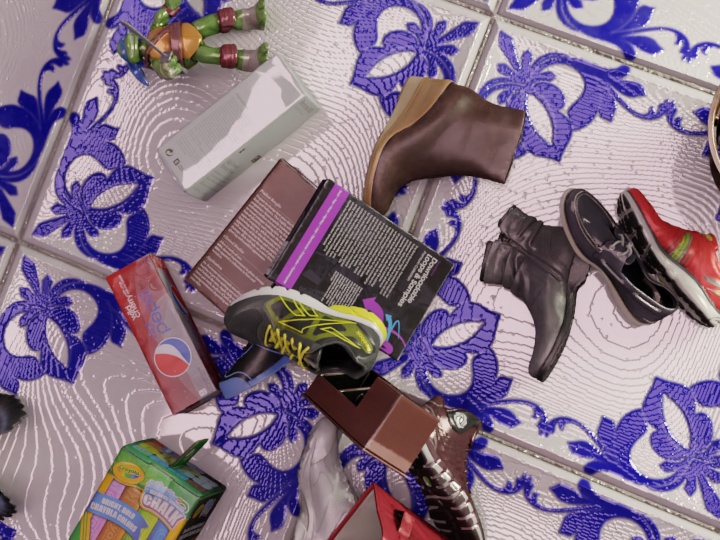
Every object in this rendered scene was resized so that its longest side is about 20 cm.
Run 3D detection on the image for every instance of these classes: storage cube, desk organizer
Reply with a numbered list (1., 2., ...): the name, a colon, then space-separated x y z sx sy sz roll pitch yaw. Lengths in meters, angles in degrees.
1. storage cube: 0.038 0.392 1.435 0.179 0.171 0.200 37 97 -10
2. desk organizer: 0.010 0.165 1.471 0.072 0.200 0.077 35 88 -27

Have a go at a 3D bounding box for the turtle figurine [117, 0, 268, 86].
1. turtle figurine: -0.214 -0.311 1.554 0.192 0.144 0.201 -2 129 -9

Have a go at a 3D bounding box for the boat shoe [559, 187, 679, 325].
1. boat shoe: 0.314 -0.022 1.472 0.073 0.063 0.201 -45 106 -31

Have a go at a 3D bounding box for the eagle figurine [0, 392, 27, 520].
1. eagle figurine: -0.545 0.245 1.604 0.198 0.152 0.152 4 131 -20

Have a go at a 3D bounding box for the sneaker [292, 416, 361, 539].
1. sneaker: -0.031 0.284 1.539 0.098 0.078 0.202 5 95 2

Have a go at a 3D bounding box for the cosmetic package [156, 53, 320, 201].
1. cosmetic package: -0.154 -0.181 1.572 0.199 0.102 0.074 -37 82 6

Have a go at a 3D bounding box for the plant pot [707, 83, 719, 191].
1. plant pot: 0.490 -0.146 1.420 0.198 0.198 0.202 -1 85 8

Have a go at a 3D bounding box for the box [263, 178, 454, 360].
1. box: 0.000 0.000 1.522 0.199 0.036 0.144 34 85 -14

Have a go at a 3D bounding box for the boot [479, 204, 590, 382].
1. boot: 0.206 0.029 1.522 0.131 0.070 0.201 17 77 10

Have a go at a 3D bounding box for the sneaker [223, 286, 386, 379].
1. sneaker: -0.070 0.077 1.466 0.198 0.085 0.075 7 130 5

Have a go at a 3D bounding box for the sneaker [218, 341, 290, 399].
1. sneaker: -0.107 0.080 1.558 0.199 0.070 0.078 -36 92 -4

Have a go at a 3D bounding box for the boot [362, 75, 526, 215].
1. boot: 0.104 -0.138 1.541 0.165 0.072 0.201 21 86 12

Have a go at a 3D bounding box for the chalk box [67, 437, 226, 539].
1. chalk box: -0.259 0.292 1.542 0.123 0.125 0.201 30 90 9

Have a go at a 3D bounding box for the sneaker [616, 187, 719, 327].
1. sneaker: 0.391 -0.026 1.498 0.085 0.077 0.200 -38 88 -7

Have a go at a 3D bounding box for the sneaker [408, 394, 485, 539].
1. sneaker: 0.126 0.242 1.515 0.115 0.075 0.201 -39 109 -33

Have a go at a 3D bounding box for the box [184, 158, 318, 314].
1. box: -0.121 -0.033 1.570 0.100 0.075 0.200 40 94 10

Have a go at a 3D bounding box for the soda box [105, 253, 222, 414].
1. soda box: -0.250 0.083 1.585 0.070 0.063 0.201 -28 82 5
